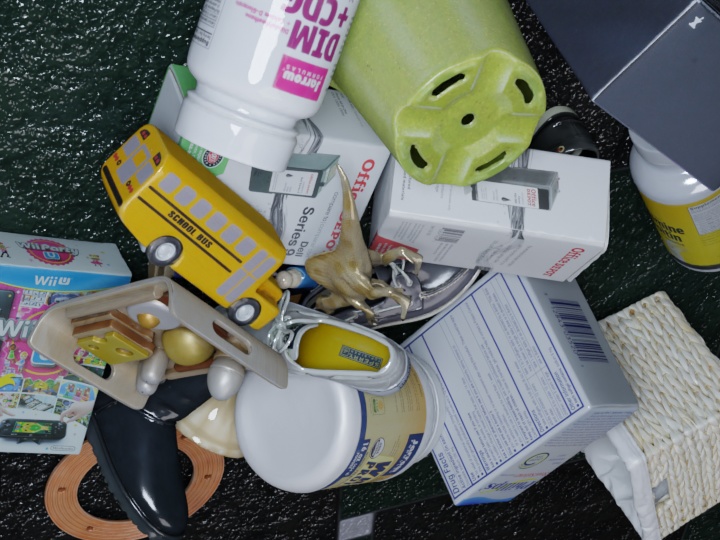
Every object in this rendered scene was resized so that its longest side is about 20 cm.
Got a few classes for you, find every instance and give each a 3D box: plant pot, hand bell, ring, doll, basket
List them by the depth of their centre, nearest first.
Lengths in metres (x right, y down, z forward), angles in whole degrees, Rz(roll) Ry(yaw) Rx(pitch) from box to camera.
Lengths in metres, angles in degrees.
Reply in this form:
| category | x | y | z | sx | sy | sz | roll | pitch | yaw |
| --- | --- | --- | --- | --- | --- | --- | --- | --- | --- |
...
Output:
| category | x | y | z | sx | sy | sz | roll | pitch | yaw |
| --- | --- | --- | --- | --- | --- | --- | --- | --- | --- |
| plant pot | 0.060 | -0.175 | 1.182 | 0.198 | 0.185 | 0.202 | -14 | 137 | -13 |
| doll | -0.093 | 0.001 | 1.348 | 0.198 | 0.136 | 0.049 | 5 | 91 | -22 |
| hand bell | -0.108 | 0.077 | 1.450 | 0.103 | 0.104 | 0.201 | 19 | 109 | -38 |
| ring | -0.246 | 0.227 | 1.565 | 0.198 | 0.019 | 0.202 | -14 | 137 | -14 |
| basket | 0.337 | 0.168 | 1.662 | 0.160 | 0.201 | 0.199 | -28 | 139 | -5 |

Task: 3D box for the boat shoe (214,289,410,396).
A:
| category | x | y | z | sx | sy | sz | roll | pitch | yaw |
| --- | --- | --- | --- | --- | --- | --- | --- | --- | --- |
| boat shoe | -0.057 | 0.063 | 1.294 | 0.086 | 0.200 | 0.075 | 55 | 54 | -68 |

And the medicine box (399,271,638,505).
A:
| category | x | y | z | sx | sy | sz | roll | pitch | yaw |
| --- | --- | --- | --- | --- | --- | --- | --- | --- | --- |
| medicine box | 0.155 | 0.115 | 1.493 | 0.102 | 0.183 | 0.200 | 7 | 141 | -48 |

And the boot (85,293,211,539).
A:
| category | x | y | z | sx | sy | sz | roll | pitch | yaw |
| --- | --- | --- | --- | --- | --- | --- | --- | --- | --- |
| boot | -0.178 | 0.140 | 1.387 | 0.167 | 0.201 | 0.076 | -36 | 165 | 16 |

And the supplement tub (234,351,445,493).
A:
| category | x | y | z | sx | sy | sz | roll | pitch | yaw |
| --- | --- | --- | --- | --- | --- | --- | --- | --- | --- |
| supplement tub | -0.015 | 0.141 | 1.431 | 0.145 | 0.145 | 0.199 | -47 | 155 | 23 |

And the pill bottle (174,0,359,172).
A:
| category | x | y | z | sx | sy | sz | roll | pitch | yaw |
| --- | --- | --- | --- | --- | --- | --- | --- | --- | --- |
| pill bottle | -0.068 | -0.187 | 1.113 | 0.112 | 0.113 | 0.202 | 13 | 102 | -35 |

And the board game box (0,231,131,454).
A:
| category | x | y | z | sx | sy | sz | roll | pitch | yaw |
| --- | --- | --- | --- | --- | --- | --- | --- | --- | --- |
| board game box | -0.309 | 0.068 | 1.312 | 0.146 | 0.064 | 0.202 | 6 | 117 | -30 |

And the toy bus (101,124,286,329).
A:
| category | x | y | z | sx | sy | sz | roll | pitch | yaw |
| --- | --- | --- | --- | --- | --- | --- | --- | --- | --- |
| toy bus | -0.130 | -0.031 | 1.195 | 0.078 | 0.065 | 0.200 | -42 | 134 | 8 |

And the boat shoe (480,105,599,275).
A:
| category | x | y | z | sx | sy | sz | roll | pitch | yaw |
| --- | --- | --- | --- | --- | --- | --- | --- | --- | --- |
| boat shoe | 0.166 | -0.067 | 1.437 | 0.073 | 0.063 | 0.202 | 7 | 131 | -35 |

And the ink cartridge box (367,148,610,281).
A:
| category | x | y | z | sx | sy | sz | roll | pitch | yaw |
| --- | --- | --- | --- | --- | --- | --- | --- | --- | --- |
| ink cartridge box | 0.115 | -0.056 | 1.318 | 0.197 | 0.084 | 0.147 | 8 | 165 | -6 |

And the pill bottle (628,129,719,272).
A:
| category | x | y | z | sx | sy | sz | roll | pitch | yaw |
| --- | --- | --- | --- | --- | --- | --- | --- | --- | --- |
| pill bottle | 0.337 | -0.094 | 1.453 | 0.111 | 0.113 | 0.200 | -31 | 138 | 7 |

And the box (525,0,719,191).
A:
| category | x | y | z | sx | sy | sz | roll | pitch | yaw |
| --- | --- | --- | --- | --- | --- | --- | --- | --- | --- |
| box | 0.252 | -0.203 | 1.237 | 0.123 | 0.199 | 0.199 | -44 | 135 | 20 |

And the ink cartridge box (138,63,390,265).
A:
| category | x | y | z | sx | sy | sz | roll | pitch | yaw |
| --- | --- | --- | --- | --- | --- | --- | --- | --- | --- |
| ink cartridge box | -0.090 | -0.088 | 1.271 | 0.198 | 0.084 | 0.147 | 4 | 129 | -29 |

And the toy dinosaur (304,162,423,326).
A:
| category | x | y | z | sx | sy | sz | roll | pitch | yaw |
| --- | --- | --- | --- | --- | --- | --- | --- | --- | --- |
| toy dinosaur | 0.000 | 0.000 | 1.260 | 0.100 | 0.059 | 0.201 | 16 | 145 | 3 |

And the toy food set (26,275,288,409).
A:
| category | x | y | z | sx | sy | sz | roll | pitch | yaw |
| --- | --- | --- | --- | --- | --- | --- | --- | --- | --- |
| toy food set | -0.177 | 0.076 | 1.245 | 0.199 | 0.061 | 0.143 | -13 | 143 | 39 |

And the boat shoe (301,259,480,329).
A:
| category | x | y | z | sx | sy | sz | roll | pitch | yaw |
| --- | --- | --- | --- | --- | --- | --- | --- | --- | --- |
| boat shoe | 0.030 | 0.016 | 1.436 | 0.198 | 0.073 | 0.063 | -23 | 162 | 3 |
